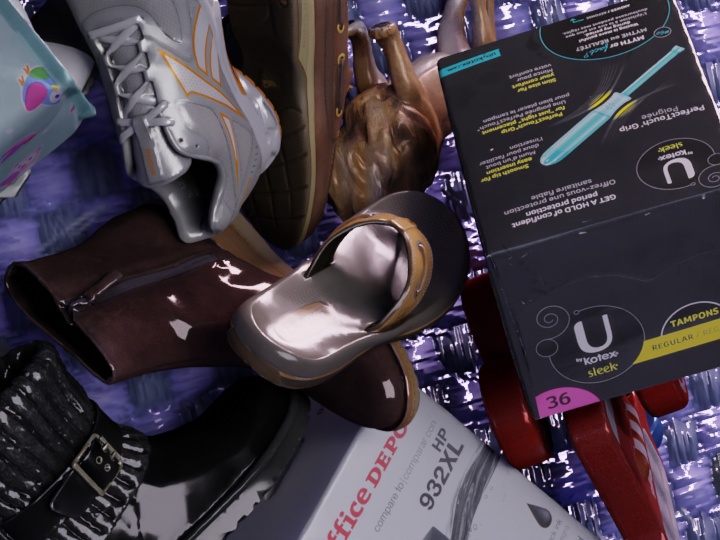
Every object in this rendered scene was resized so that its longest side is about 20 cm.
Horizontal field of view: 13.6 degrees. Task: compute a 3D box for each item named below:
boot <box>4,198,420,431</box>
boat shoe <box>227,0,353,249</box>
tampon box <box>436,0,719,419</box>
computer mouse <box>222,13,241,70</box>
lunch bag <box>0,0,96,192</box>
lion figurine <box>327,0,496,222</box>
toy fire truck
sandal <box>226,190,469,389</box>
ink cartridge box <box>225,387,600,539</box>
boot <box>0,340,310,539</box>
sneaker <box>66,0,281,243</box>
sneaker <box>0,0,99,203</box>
[{"bbox_3d":[-0.082,0.041,1.669,0.200,0.073,0.166,41,39,22],"label":"boot"},{"bbox_3d":[-0.033,-0.105,1.728,0.067,0.072,0.201,-26,131,-37],"label":"boat shoe"},{"bbox_3d":[0.139,-0.039,1.716,0.149,0.200,0.127,-16,127,4],"label":"tampon box"},{"bbox_3d":[-0.041,-0.148,1.788,0.200,0.034,0.059,-43,107,-29],"label":"computer mouse"},{"bbox_3d":[-0.262,-0.113,1.556,0.170,0.122,0.200,-40,83,-2],"label":"lunch bag"},{"bbox_3d":[0.044,-0.108,1.818,0.200,0.072,0.123,-32,113,-36],"label":"lion figurine"},{"bbox_3d":[0.146,0.079,1.822,0.200,0.112,0.168,-98,164,-53],"label":"toy fire truck"},{"bbox_3d":[0.000,0.000,1.658,0.082,0.055,0.200,38,38,19],"label":"sandal"},{"bbox_3d":[0.036,0.173,1.772,0.200,0.084,0.145,40,65,-22],"label":"ink cartridge box"},{"bbox_3d":[-0.134,0.092,1.675,0.158,0.079,0.211,48,54,-11],"label":"boot"},{"bbox_3d":[-0.109,-0.099,1.634,0.200,0.075,0.092,55,39,-36],"label":"sneaker"},{"bbox_3d":[-0.211,-0.092,1.648,0.088,0.074,0.200,41,64,-25],"label":"sneaker"}]
